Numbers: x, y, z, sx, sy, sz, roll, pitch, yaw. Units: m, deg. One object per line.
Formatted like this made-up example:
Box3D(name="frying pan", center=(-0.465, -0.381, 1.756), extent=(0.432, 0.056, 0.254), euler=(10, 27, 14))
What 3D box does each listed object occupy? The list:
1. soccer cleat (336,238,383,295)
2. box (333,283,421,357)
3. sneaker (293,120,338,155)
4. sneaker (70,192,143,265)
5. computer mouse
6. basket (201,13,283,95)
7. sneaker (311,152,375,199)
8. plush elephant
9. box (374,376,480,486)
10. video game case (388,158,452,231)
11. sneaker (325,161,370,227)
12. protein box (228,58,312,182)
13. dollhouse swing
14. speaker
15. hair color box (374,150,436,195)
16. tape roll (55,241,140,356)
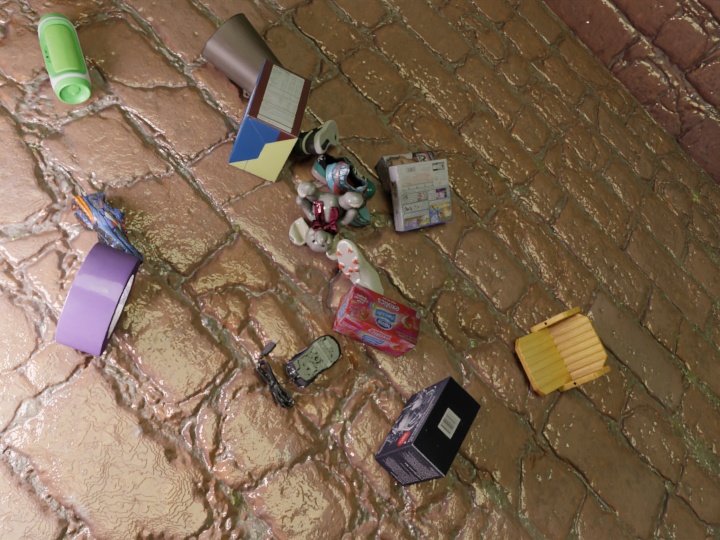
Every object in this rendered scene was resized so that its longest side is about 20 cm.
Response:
Box3D(name="soccer cleat", center=(0.000, 0.000, 1.446), extent=(0.203, 0.068, 0.078), euler=(62, 37, -22))
Box3D(name="box", center=(0.043, 0.128, 1.407), extent=(0.196, 0.100, 0.097), euler=(25, 56, -16))
Box3D(name="sneaker", center=(-0.135, -0.372, 1.581), extent=(0.201, 0.109, 0.075), euler=(-58, 142, -63))
Box3D(name="sneaker", center=(-0.534, -0.094, 1.219), extent=(0.201, 0.075, 0.078), euler=(50, 50, 0))
Box3D(name="computer mouse", center=(-0.148, 0.203, 1.301), extent=(0.199, 0.046, 0.141), euler=(-42, 93, -25))
Box3D(name="basket", center=(-0.304, -0.574, 1.555), extent=(0.200, 0.136, 0.181), euler=(43, 57, -7))
Box3D(name="sneaker", center=(-0.036, -0.263, 1.572), extent=(0.196, 0.080, 0.073), euler=(20, 57, -19))
Box3D(name="plush elephant", center=(-0.095, -0.117, 1.431), extent=(0.160, 0.200, 0.159), euler=(12, 82, -8))
Box3D(name="box", center=(0.152, 0.371, 1.293), extent=(0.104, 0.182, 0.201), euler=(42, 53, -2))
Box3D(name="video game case", center=(0.178, -0.222, 1.646), extent=(0.196, 0.045, 0.186), euler=(-13, 100, -33))
Box3D(name="sneaker", center=(-0.015, -0.201, 1.511), extent=(0.202, 0.094, 0.080), euler=(56, 41, -32))
Box3D(name="protein box", center=(-0.233, -0.382, 1.450), extent=(0.132, 0.199, 0.204), euler=(20, 57, -18))
Box3D(name="dollhouse swing", center=(0.576, 0.235, 1.614), extent=(0.174, 0.180, 0.204), euler=(-3, 66, -52))
Box3D(name="speaker", center=(-0.696, -0.498, 1.325), extent=(0.087, 0.088, 0.204), euler=(-12, 72, -32))
Box3D(name="hair color box", center=(0.150, -0.297, 1.705), extent=(0.196, 0.061, 0.102), euler=(-14, 73, -33))
Box3D(name="tape roll", center=(-0.500, 0.055, 1.082), extent=(0.083, 0.200, 0.204), euler=(22, 57, -17))
